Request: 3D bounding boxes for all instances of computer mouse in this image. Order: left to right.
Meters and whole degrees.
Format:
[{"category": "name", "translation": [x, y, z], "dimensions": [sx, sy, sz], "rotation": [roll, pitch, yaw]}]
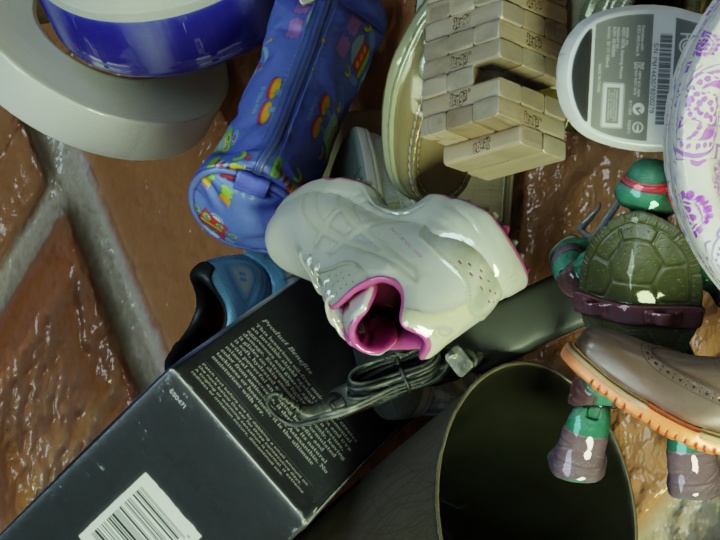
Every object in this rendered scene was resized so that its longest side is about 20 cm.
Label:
[{"category": "computer mouse", "translation": [0.194, -0.093, 0.979], "dimensions": [0.044, 0.199, 0.110], "rotation": [-70, -16, -86]}]

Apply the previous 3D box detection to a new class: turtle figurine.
[{"category": "turtle figurine", "translation": [0.151, 0.014, 1.041], "dimensions": [0.149, 0.101, 0.201], "rotation": [13, 104, 36]}]

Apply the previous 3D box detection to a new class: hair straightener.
[{"category": "hair straightener", "translation": [0.042, 0.044, 1.115], "dimensions": [0.077, 0.199, 0.041], "rotation": [86, 166, -84]}]

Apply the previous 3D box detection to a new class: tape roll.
[{"category": "tape roll", "translation": [-0.190, -0.158, 1.437], "dimensions": [0.037, 0.202, 0.203], "rotation": [-59, 43, 34]}]

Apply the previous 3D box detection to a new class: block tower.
[{"category": "block tower", "translation": [0.070, -0.153, 1.019], "dimensions": [0.058, 0.054, 0.201], "rotation": [-13, 70, 43]}]

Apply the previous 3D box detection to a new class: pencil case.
[{"category": "pencil case", "translation": [-0.043, -0.109, 1.278], "dimensions": [0.087, 0.078, 0.200], "rotation": [100, -171, -58]}]

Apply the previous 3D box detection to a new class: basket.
[{"category": "basket", "translation": [0.043, 0.170, 1.143], "dimensions": [0.200, 0.136, 0.181], "rotation": [-37, 37, 47]}]

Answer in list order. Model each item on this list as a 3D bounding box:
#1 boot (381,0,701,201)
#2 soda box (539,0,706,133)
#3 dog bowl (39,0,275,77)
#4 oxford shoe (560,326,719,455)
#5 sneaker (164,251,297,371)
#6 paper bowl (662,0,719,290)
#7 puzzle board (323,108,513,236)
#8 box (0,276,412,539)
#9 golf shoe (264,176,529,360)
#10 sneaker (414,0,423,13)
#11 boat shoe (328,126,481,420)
[{"category": "boot", "translation": [0.095, -0.106, 1.071], "dimensions": [0.155, 0.072, 0.201], "rotation": [37, 113, 44]}, {"category": "soda box", "translation": [0.155, -0.174, 1.112], "dimensions": [0.068, 0.064, 0.201], "rotation": [43, 117, 45]}, {"category": "dog bowl", "translation": [-0.132, -0.230, 1.379], "dimensions": [0.200, 0.200, 0.079], "rotation": [59, 171, 38]}, {"category": "oxford shoe", "translation": [0.196, 0.058, 0.964], "dimensions": [0.199, 0.071, 0.073], "rotation": [21, 97, 9]}, {"category": "sneaker", "translation": [-0.102, 0.082, 1.370], "dimensions": [0.078, 0.090, 0.201], "rotation": [11, 95, 52]}, {"category": "paper bowl", "translation": [0.236, -0.058, 0.906], "dimensions": [0.104, 0.200, 0.201], "rotation": [-81, 3, -85]}, {"category": "puzzle board", "translation": [0.029, -0.030, 1.286], "dimensions": [0.200, 0.017, 0.151], "rotation": [0, 85, 52]}, {"category": "box", "translation": [-0.092, 0.125, 1.222], "dimensions": [0.123, 0.198, 0.200], "rotation": [49, 118, 3]}, {"category": "golf shoe", "translation": [0.000, 0.000, 1.124], "dimensions": [0.200, 0.075, 0.092], "rotation": [7, 49, 51]}, {"category": "sneaker", "translation": [0.075, -0.187, 1.165], "dimensions": [0.088, 0.200, 0.077], "rotation": [17, 54, 31]}, {"category": "boat shoe", "translation": [0.025, 0.001, 1.233], "dimensions": [0.075, 0.065, 0.202], "rotation": [-58, 39, 45]}]
